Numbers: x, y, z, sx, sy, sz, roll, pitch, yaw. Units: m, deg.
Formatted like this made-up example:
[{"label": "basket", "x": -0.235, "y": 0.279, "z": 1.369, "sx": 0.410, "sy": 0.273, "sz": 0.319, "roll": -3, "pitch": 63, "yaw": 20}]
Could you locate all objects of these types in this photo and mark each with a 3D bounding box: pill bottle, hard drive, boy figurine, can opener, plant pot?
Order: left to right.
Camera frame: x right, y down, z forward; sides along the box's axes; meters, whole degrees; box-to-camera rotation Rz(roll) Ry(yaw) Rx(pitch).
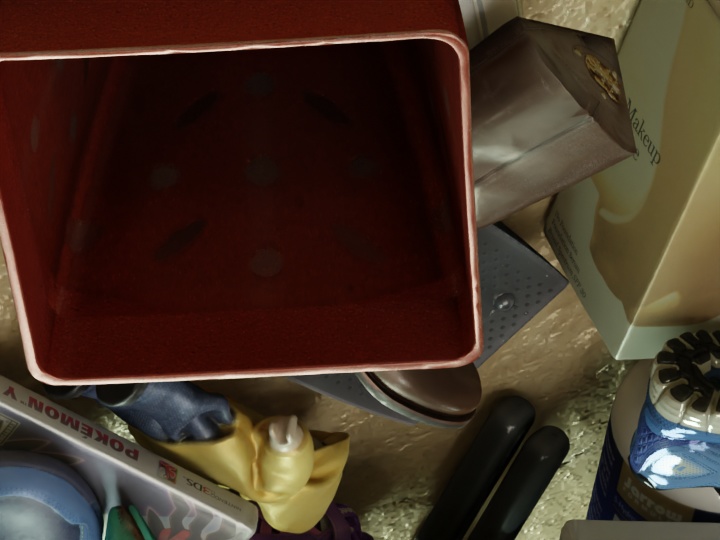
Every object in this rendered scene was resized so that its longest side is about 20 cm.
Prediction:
[{"label": "boy figurine", "x": -0.069, "y": 0.080, "z": 1.516, "sx": 0.200, "sy": 0.124, "sz": 0.065, "roll": 33, "pitch": 70, "yaw": -43}, {"label": "plant pot", "x": -0.051, "y": -0.085, "z": 1.265, "sx": 0.198, "sy": 0.177, "sz": 0.201, "roll": -2, "pitch": 138, "yaw": 3}, {"label": "hard drive", "x": 0.000, "y": 0.000, "z": 1.508, "sx": 0.135, "sy": 0.042, "sz": 0.199, "roll": -44, "pitch": 136, "yaw": 20}, {"label": "can opener", "x": 0.068, "y": 0.151, "z": 1.711, "sx": 0.067, "sy": 0.053, "sz": 0.201, "roll": -29, "pitch": 154, "yaw": -51}, {"label": "pill bottle", "x": 0.195, "y": 0.111, "z": 1.664, "sx": 0.119, "sy": 0.120, "sz": 0.201, "roll": -10, "pitch": 137, "yaw": -17}]

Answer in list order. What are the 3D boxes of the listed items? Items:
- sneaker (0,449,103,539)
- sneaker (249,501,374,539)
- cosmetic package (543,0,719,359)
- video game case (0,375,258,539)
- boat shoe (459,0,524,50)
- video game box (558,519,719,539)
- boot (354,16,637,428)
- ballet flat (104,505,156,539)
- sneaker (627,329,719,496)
[{"label": "sneaker", "x": -0.169, "y": 0.176, "z": 1.481, "sx": 0.073, "sy": 0.083, "sz": 0.201, "roll": 3, "pitch": 130, "yaw": 2}, {"label": "sneaker", "x": -0.047, "y": 0.154, "z": 1.628, "sx": 0.088, "sy": 0.081, "sz": 0.200, "roll": -39, "pitch": 143, "yaw": 8}, {"label": "cosmetic package", "x": 0.169, "y": -0.061, "z": 1.483, "sx": 0.071, "sy": 0.105, "sz": 0.201, "roll": -3, "pitch": 133, "yaw": -26}, {"label": "video game case", "x": -0.181, "y": 0.147, "z": 1.524, "sx": 0.182, "sy": 0.023, "sz": 0.200, "roll": 28, "pitch": 126, "yaw": -20}, {"label": "boat shoe", "x": 0.045, "y": -0.105, "z": 1.404, "sx": 0.068, "sy": 0.072, "sz": 0.200, "roll": -6, "pitch": 145, "yaw": 6}, {"label": "video game box", "x": 0.182, "y": 0.214, "z": 1.648, "sx": 0.199, "sy": 0.047, "sz": 0.183, "roll": 3, "pitch": 137, "yaw": -18}, {"label": "boot", "x": 0.067, "y": -0.022, "z": 1.410, "sx": 0.199, "sy": 0.064, "sz": 0.186, "roll": -33, "pitch": 130, "yaw": 22}, {"label": "ballet flat", "x": -0.098, "y": 0.211, "z": 1.500, "sx": 0.070, "sy": 0.067, "sz": 0.201, "roll": -29, "pitch": 119, "yaw": 0}, {"label": "sneaker", "x": 0.215, "y": 0.075, "z": 1.532, "sx": 0.199, "sy": 0.079, "sz": 0.089, "roll": -3, "pitch": 136, "yaw": -34}]
